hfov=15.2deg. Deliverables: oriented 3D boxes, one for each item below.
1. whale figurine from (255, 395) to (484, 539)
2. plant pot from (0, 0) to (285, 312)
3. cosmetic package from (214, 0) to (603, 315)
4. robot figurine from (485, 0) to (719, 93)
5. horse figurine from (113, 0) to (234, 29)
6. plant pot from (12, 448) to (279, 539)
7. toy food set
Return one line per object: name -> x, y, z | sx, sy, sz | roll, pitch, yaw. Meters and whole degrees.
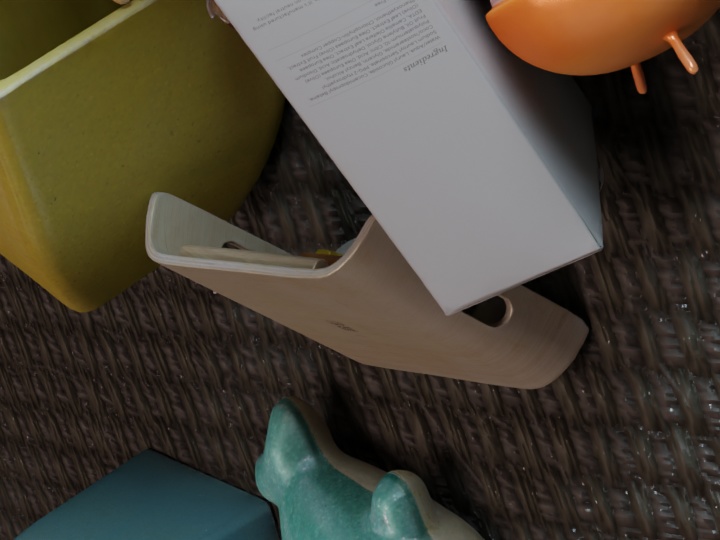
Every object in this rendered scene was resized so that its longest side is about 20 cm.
whale figurine -> -0.005, 0.166, 1.483 | 0.200, 0.103, 0.159 | 49, 147, 21
plant pot -> -0.154, -0.099, 1.430 | 0.195, 0.194, 0.201 | 34, 148, 39
cosmetic package -> 0.023, -0.093, 1.152 | 0.084, 0.108, 0.200 | -23, 124, 19
robot figurine -> 0.082, -0.166, 1.086 | 0.143, 0.116, 0.201 | -25, 92, 37
horse figurine -> -0.097, -0.213, 1.279 | 0.200, 0.132, 0.050 | 54, 167, -22
plant pot -> -0.158, 0.231, 1.669 | 0.141, 0.199, 0.142 | 17, 127, 49
toy food set -> 0.000, 0.000, 1.342 | 0.143, 0.061, 0.200 | 28, 167, -34
